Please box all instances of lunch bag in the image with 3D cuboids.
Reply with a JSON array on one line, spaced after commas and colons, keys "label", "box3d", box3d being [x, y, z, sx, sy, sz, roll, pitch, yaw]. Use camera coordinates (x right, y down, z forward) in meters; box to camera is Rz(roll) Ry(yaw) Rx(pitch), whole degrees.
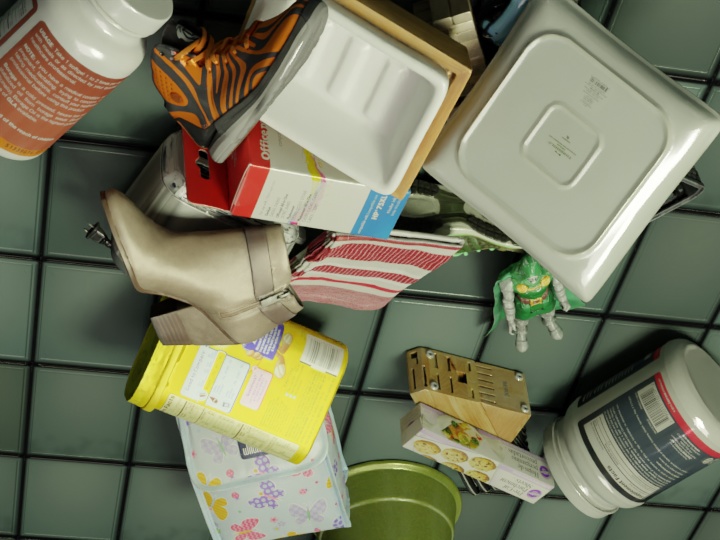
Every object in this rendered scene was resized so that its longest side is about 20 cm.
[{"label": "lunch bag", "box3d": [-0.110, 0.208, 1.779, 0.168, 0.128, 0.201, -10, 123, 4]}]

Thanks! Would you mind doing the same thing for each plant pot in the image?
[{"label": "plant pot", "box3d": [0.036, 0.367, 1.905, 0.198, 0.191, 0.201, -3, 135, -3]}]

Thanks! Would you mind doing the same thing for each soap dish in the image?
[{"label": "soap dish", "box3d": [-0.012, -0.176, 1.379, 0.199, 0.081, 0.158, 31, 130, 3]}]

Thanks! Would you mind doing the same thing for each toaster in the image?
[{"label": "toaster", "box3d": [-0.153, -0.050, 1.522, 0.199, 0.114, 0.129, 23, 126, -23]}]

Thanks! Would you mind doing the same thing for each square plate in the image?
[{"label": "square plate", "box3d": [0.174, -0.109, 1.341, 0.200, 0.028, 0.199, 40, 110, 14]}]

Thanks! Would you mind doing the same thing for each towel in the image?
[{"label": "towel", "box3d": [0.000, 0.000, 1.578, 0.143, 0.023, 0.200, 5, 160, -23]}]

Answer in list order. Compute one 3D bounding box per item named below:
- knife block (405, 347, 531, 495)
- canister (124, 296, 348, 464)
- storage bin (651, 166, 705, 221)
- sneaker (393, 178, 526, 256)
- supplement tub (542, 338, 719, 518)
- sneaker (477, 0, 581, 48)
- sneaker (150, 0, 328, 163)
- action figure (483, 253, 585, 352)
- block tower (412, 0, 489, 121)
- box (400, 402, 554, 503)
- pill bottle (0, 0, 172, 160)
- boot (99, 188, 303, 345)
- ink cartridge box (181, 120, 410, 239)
[{"label": "knife block", "box3d": [0.115, 0.185, 1.815, 0.198, 0.064, 0.176, 15, 132, -19]}, {"label": "canister", "box3d": [-0.129, 0.105, 1.648, 0.199, 0.087, 0.150, 24, 91, -16]}, {"label": "storage bin", "box3d": [0.222, -0.095, 1.454, 0.135, 0.094, 0.200, -29, 164, 23]}, {"label": "sneaker", "box3d": [0.103, -0.044, 1.591, 0.198, 0.078, 0.089, 7, 153, -7]}, {"label": "supplement tub", "box3d": [0.321, 0.182, 1.775, 0.200, 0.141, 0.140, -36, 128, 28]}, {"label": "sneaker", "box3d": [0.151, -0.214, 1.421, 0.089, 0.079, 0.201, 11, 131, 7]}, {"label": "sneaker", "box3d": [-0.114, -0.183, 1.323, 0.112, 0.078, 0.200, 41, 131, -4]}, {"label": "action figure", "box3d": [0.179, 0.029, 1.626, 0.117, 0.055, 0.200, -21, 156, 1]}, {"label": "block tower", "box3d": [0.099, -0.172, 1.457, 0.054, 0.058, 0.201, -14, 133, 9]}, {"label": "box", "box3d": [0.133, 0.207, 1.765, 0.199, 0.039, 0.041, 27, 129, -28]}, {"label": "pill bottle", "box3d": [-0.259, -0.194, 1.363, 0.199, 0.113, 0.112, -35, 128, 28]}, {"label": "boot", "box3d": [-0.140, -0.013, 1.446, 0.145, 0.070, 0.201, -18, 128, 2]}, {"label": "ink cartridge box", "box3d": [-0.062, -0.106, 1.458, 0.198, 0.117, 0.067, 9, 135, -20]}]
